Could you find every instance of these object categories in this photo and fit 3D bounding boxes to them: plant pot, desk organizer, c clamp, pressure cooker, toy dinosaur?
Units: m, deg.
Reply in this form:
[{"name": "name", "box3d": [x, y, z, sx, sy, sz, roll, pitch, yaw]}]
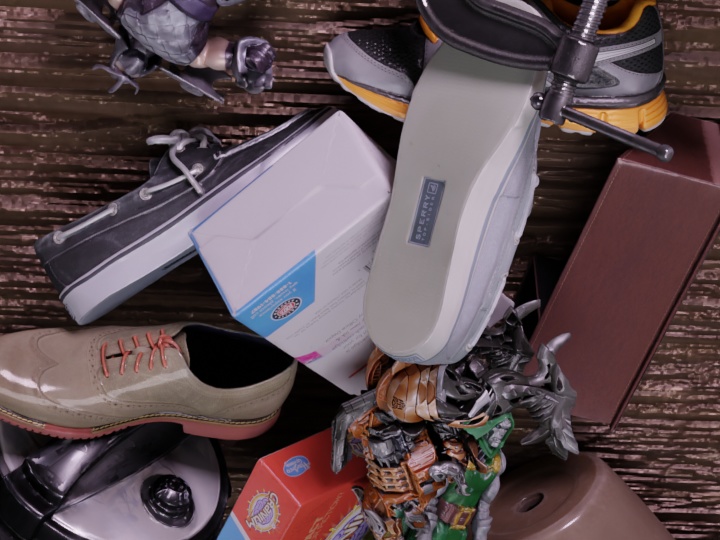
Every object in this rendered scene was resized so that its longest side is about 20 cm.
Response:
[{"name": "plant pot", "box3d": [0.150, 0.221, 1.453, 0.199, 0.201, 0.175, -24, 108, 16]}, {"name": "desk organizer", "box3d": [0.153, -0.003, 1.321, 0.076, 0.072, 0.201, 14, 128, -11]}, {"name": "c clamp", "box3d": [0.111, -0.173, 1.114, 0.170, 0.027, 0.202, 18, 96, 27]}, {"name": "pressure cooker", "box3d": [-0.176, 0.149, 1.361, 0.177, 0.177, 0.200, 18, 131, -19]}, {"name": "toy dinosaur", "box3d": [0.050, 0.071, 1.258, 0.135, 0.103, 0.201, -4, 140, -19]}]

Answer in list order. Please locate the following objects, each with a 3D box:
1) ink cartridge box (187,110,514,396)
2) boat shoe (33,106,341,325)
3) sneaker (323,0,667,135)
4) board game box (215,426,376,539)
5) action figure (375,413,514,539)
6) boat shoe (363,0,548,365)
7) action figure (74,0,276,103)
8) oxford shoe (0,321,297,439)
[{"name": "ink cartridge box", "box3d": [0.000, 0.000, 1.275, 0.115, 0.068, 0.200, -37, 150, 9]}, {"name": "boat shoe", "box3d": [-0.100, -0.049, 1.269, 0.199, 0.074, 0.068, -33, 86, 7]}, {"name": "sneaker", "box3d": [0.078, -0.125, 1.220, 0.198, 0.078, 0.078, 1, 117, -8]}, {"name": "board game box", "box3d": [-0.013, 0.154, 1.382, 0.199, 0.040, 0.154, -21, 148, -46]}, {"name": "action figure", "box3d": [0.046, 0.169, 1.365, 0.118, 0.055, 0.201, 8, 110, -48]}, {"name": "boat shoe", "box3d": [0.060, -0.045, 1.173, 0.071, 0.070, 0.202, 20, 89, -57]}, {"name": "action figure", "box3d": [-0.082, -0.161, 1.179, 0.130, 0.070, 0.200, 28, 126, -30]}, {"name": "oxford shoe", "box3d": [-0.132, 0.052, 1.267, 0.198, 0.071, 0.075, 1, 148, -23]}]
